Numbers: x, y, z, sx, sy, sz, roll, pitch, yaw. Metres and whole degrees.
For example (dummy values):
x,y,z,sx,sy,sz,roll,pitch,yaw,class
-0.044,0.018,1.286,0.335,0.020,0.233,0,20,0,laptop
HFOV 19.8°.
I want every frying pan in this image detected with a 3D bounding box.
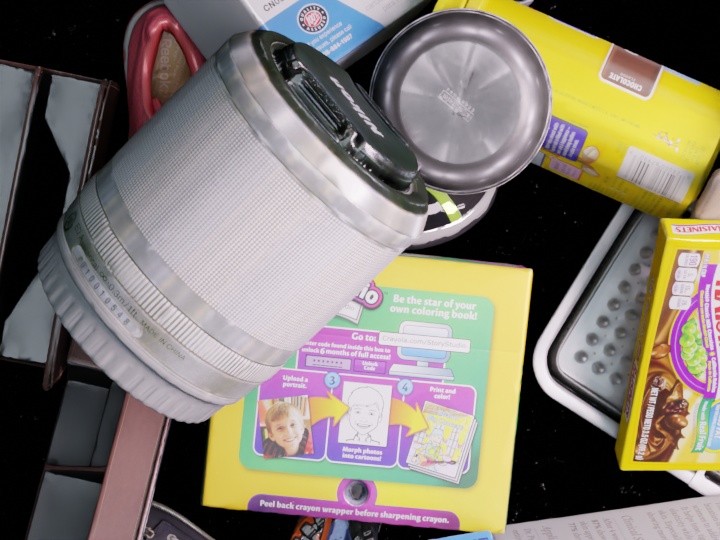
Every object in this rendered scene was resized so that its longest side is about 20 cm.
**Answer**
x,y,z,sx,sy,sz,roll,pitch,yaw,class
0.029,-0.087,1.280,0.189,0.031,0.115,-28,94,6,frying pan

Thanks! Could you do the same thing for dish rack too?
x,y,z,sx,sy,sz,roll,pitch,yaw,class
0.233,0.051,1.445,0.199,0.044,0.172,32,91,-7,dish rack

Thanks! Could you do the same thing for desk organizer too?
x,y,z,sx,sy,sz,roll,pitch,yaw,class
-0.165,0.104,1.368,0.077,0.072,0.201,14,75,-4,desk organizer

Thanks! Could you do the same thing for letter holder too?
x,y,z,sx,sy,sz,roll,pitch,yaw,class
-0.225,-0.034,1.342,0.100,0.142,0.201,11,93,-6,letter holder

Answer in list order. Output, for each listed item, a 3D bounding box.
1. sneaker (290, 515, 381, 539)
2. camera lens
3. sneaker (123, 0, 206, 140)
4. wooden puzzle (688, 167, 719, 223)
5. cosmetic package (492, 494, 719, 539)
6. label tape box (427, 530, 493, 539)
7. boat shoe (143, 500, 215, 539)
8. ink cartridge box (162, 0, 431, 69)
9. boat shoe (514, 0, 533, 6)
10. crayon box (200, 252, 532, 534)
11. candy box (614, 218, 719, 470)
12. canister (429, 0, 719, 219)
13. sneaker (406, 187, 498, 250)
x,y,z,sx,sy,sz,roll,pitch,yaw,class
-0.006,0.141,1.411,0.075,0.078,0.201,24,85,-3,sneaker
-0.072,-0.029,1.217,0.200,0.160,0.160,-43,97,15,camera lens
-0.129,-0.081,1.377,0.073,0.087,0.202,-6,95,-4,sneaker
0.274,-0.108,1.344,0.046,0.185,0.201,26,74,7,wooden puzzle
0.199,0.266,1.376,0.199,0.168,0.167,-7,112,-5,cosmetic package
0.061,0.284,1.349,0.066,0.200,0.144,-9,55,-13,label tape box
-0.128,0.209,1.408,0.199,0.063,0.073,25,94,-6,boat shoe
-0.062,-0.220,1.339,0.145,0.084,0.200,-37,90,-30,ink cartridge box
0.040,-0.244,1.392,0.200,0.068,0.072,43,89,-7,boat shoe
0.003,0.073,1.341,0.199,0.058,0.174,6,91,-3,crayon box
0.233,0.052,1.360,0.102,0.026,0.201,-1,128,-7,candy box
0.135,-0.110,1.354,0.199,0.149,0.087,24,84,4,canister
0.002,-0.061,1.375,0.199,0.072,0.083,-10,137,-15,sneaker
